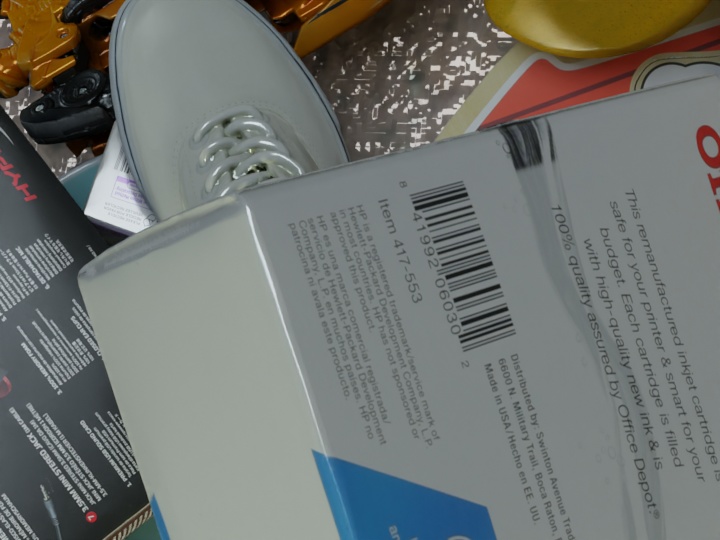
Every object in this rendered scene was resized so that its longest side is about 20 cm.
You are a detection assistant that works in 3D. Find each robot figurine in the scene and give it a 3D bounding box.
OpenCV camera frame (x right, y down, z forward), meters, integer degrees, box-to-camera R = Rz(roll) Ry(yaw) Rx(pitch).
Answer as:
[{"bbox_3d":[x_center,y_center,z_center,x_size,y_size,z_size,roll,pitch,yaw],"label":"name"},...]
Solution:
[{"bbox_3d":[-0.052,-0.114,0.793,0.199,0.058,0.145,-30,41,3],"label":"robot figurine"}]

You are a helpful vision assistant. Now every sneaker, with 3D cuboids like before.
[{"bbox_3d":[-0.027,-0.016,0.681,0.073,0.071,0.201,-24,73,-8],"label":"sneaker"}]

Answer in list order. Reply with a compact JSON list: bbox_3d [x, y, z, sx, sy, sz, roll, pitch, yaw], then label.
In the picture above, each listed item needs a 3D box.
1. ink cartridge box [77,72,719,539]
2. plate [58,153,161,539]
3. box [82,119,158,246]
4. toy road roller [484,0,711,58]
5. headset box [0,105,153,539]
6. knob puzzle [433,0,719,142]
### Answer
[{"bbox_3d":[0.039,0.037,0.604,0.086,0.199,0.147,-20,87,47],"label":"ink cartridge box"},{"bbox_3d":[-0.052,0.048,0.760,0.199,0.026,0.202,2,76,-6],"label":"plate"},{"bbox_3d":[0.000,0.000,0.744,0.199,0.039,0.042,18,76,-1],"label":"box"},{"bbox_3d":[0.127,-0.132,0.713,0.199,0.146,0.123,26,38,-4],"label":"toy road roller"},{"bbox_3d":[-0.160,0.059,0.692,0.200,0.075,0.149,-38,85,-13],"label":"headset box"},{"bbox_3d":[0.096,0.007,0.717,0.218,0.030,0.221,2,75,-6],"label":"knob puzzle"}]
